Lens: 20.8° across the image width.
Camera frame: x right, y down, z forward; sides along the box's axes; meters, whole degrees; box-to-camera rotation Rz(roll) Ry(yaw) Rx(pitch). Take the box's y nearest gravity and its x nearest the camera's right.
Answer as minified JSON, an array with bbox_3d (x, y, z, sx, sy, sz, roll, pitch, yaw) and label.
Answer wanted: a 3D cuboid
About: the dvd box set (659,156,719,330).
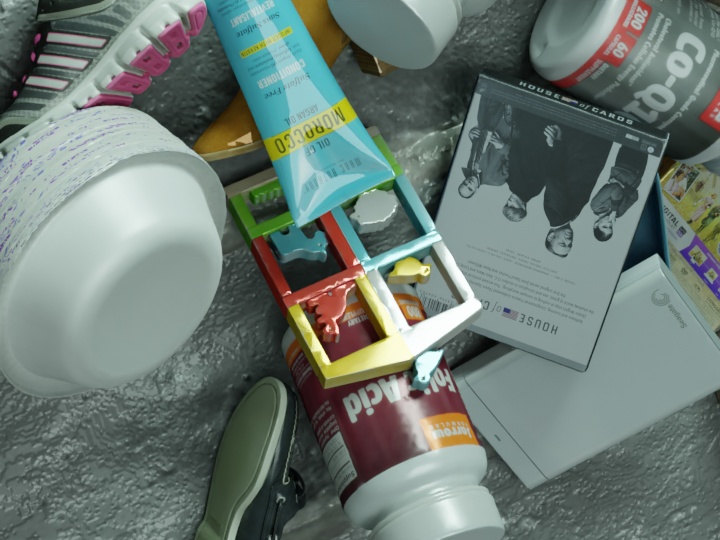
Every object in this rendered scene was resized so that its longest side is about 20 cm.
[{"bbox_3d":[0.306,-0.060,1.621,0.200,0.029,0.146,-47,119,-3],"label":"dvd box set"}]

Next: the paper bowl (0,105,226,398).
[{"bbox_3d":[-0.174,-0.001,1.333,0.200,0.104,0.202,-35,147,-28],"label":"paper bowl"}]

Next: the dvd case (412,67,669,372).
[{"bbox_3d":[0.132,-0.036,1.486,0.149,0.025,0.201,20,116,7],"label":"dvd case"}]

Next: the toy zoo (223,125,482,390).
[{"bbox_3d":[0.000,0.000,1.427,0.130,0.201,0.020,-23,158,-15],"label":"toy zoo"}]

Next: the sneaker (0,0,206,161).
[{"bbox_3d":[-0.199,-0.144,1.340,0.200,0.074,0.088,-40,77,15],"label":"sneaker"}]

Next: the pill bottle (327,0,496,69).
[{"bbox_3d":[0.065,-0.243,1.369,0.114,0.114,0.201,48,64,-29],"label":"pill bottle"}]

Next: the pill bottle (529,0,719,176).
[{"bbox_3d":[0.238,-0.152,1.499,0.199,0.114,0.114,29,94,-22],"label":"pill bottle"}]

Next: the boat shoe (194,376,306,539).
[{"bbox_3d":[-0.075,0.177,1.501,0.066,0.074,0.201,10,103,-29],"label":"boat shoe"}]

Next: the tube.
[{"bbox_3d":[-0.055,-0.136,1.344,0.077,0.050,0.201,-26,97,5],"label":"tube"}]

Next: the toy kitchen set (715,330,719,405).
[{"bbox_3d":[0.434,0.112,1.663,0.199,0.163,0.181,-30,117,-13],"label":"toy kitchen set"}]

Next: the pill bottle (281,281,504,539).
[{"bbox_3d":[0.025,0.120,1.446,0.113,0.201,0.114,-20,158,-8],"label":"pill bottle"}]

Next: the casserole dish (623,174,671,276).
[{"bbox_3d":[0.179,-0.035,1.534,0.120,0.039,0.201,-5,126,12],"label":"casserole dish"}]

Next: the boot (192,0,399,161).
[{"bbox_3d":[-0.061,-0.178,1.394,0.201,0.071,0.145,-32,112,-23],"label":"boot"}]

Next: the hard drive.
[{"bbox_3d":[0.185,0.085,1.568,0.199,0.027,0.132,-31,120,17],"label":"hard drive"}]

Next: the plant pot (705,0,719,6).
[{"bbox_3d":[0.334,-0.309,1.479,0.174,0.200,0.202,-19,115,-37],"label":"plant pot"}]
